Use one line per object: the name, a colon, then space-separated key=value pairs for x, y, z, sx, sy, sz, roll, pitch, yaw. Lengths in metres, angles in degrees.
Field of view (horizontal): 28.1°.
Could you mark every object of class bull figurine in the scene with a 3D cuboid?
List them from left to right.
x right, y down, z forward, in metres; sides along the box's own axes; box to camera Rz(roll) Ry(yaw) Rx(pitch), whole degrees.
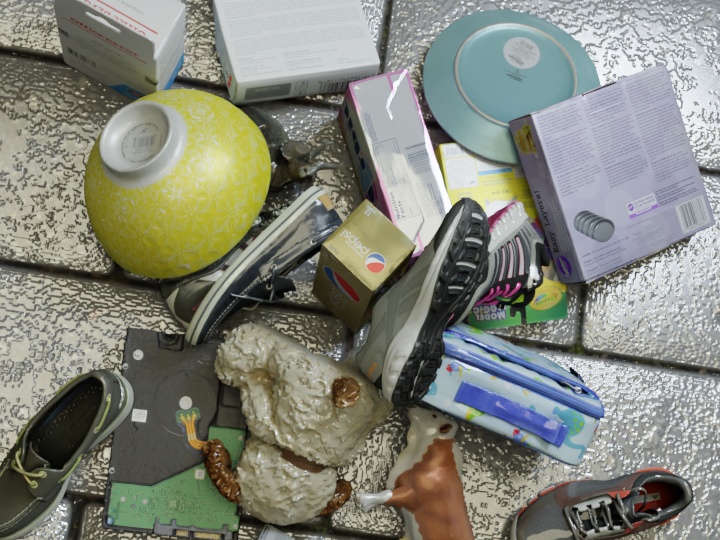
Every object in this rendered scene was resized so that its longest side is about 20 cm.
bull figurine: x=0.060 y=0.239 z=1.430 sx=0.120 sy=0.065 sz=0.202 roll=-18 pitch=99 yaw=-7

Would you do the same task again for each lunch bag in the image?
lunch bag: x=0.137 y=0.116 z=1.426 sx=0.199 sy=0.161 sz=0.083 roll=23 pitch=97 yaw=-8

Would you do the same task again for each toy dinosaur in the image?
toy dinosaur: x=-0.111 y=-0.126 z=1.502 sx=0.102 sy=0.077 sz=0.200 roll=-34 pitch=53 yaw=-16

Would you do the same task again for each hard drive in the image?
hard drive: x=-0.179 y=0.165 z=1.444 sx=0.138 sy=0.038 sz=0.202 roll=6 pitch=77 yaw=-7

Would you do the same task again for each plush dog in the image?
plush dog: x=-0.057 y=0.167 z=1.397 sx=0.199 sy=0.160 sz=0.173 roll=19 pitch=99 yaw=-24

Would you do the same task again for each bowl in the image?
bowl: x=-0.198 y=-0.105 z=1.416 sx=0.198 sy=0.108 sz=0.202 roll=-9 pitch=62 yaw=17

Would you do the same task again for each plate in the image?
plate: x=0.166 y=-0.205 z=1.548 sx=0.198 sy=0.026 sz=0.202 roll=3 pitch=63 yaw=-5

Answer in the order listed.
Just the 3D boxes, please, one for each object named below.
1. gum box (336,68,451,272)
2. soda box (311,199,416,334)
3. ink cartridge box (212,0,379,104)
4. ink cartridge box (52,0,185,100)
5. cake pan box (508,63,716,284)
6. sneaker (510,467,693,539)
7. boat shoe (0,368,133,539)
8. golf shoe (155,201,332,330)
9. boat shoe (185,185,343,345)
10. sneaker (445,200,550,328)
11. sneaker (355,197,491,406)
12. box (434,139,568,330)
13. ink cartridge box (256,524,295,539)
gum box: x=0.039 y=-0.091 z=1.487 sx=0.066 sy=0.114 sz=0.202 roll=-15 pitch=81 yaw=-10
soda box: x=0.000 y=0.000 z=1.418 sx=0.068 sy=0.200 sz=0.064 roll=42 pitch=76 yaw=6
ink cartridge box: x=-0.082 y=-0.279 z=1.547 sx=0.161 sy=0.050 sz=0.201 roll=-9 pitch=61 yaw=-15
ink cartridge box: x=-0.238 y=-0.243 z=1.435 sx=0.115 sy=0.200 sz=0.067 roll=29 pitch=75 yaw=-1
cake pan box: x=0.271 y=-0.104 z=1.516 sx=0.199 sy=0.052 sz=0.186 roll=-23 pitch=98 yaw=-25
sneaker: x=0.248 y=0.243 z=1.465 sx=0.198 sy=0.082 sz=0.078 roll=-19 pitch=82 yaw=-11
boat shoe: x=-0.305 y=0.177 z=1.395 sx=0.072 sy=0.060 sz=0.202 roll=40 pitch=88 yaw=17
golf shoe: x=-0.112 y=-0.010 z=1.481 sx=0.199 sy=0.077 sz=0.089 roll=-25 pitch=100 yaw=-7
boat shoe: x=-0.093 y=0.005 z=1.411 sx=0.062 sy=0.075 sz=0.200 roll=45 pitch=84 yaw=1
sneaker: x=0.135 y=0.008 z=1.425 sx=0.088 sy=0.074 sz=0.200 roll=49 pitch=39 yaw=-6
sneaker: x=0.053 y=0.021 z=1.322 sx=0.079 sy=0.074 sz=0.201 roll=33 pitch=103 yaw=34
box: x=0.149 y=-0.038 z=1.527 sx=0.116 sy=0.048 sz=0.202 roll=-6 pitch=78 yaw=-10
ink cartridge box: x=-0.052 y=0.374 z=1.412 sx=0.199 sy=0.044 sz=0.174 roll=31 pitch=105 yaw=-1
